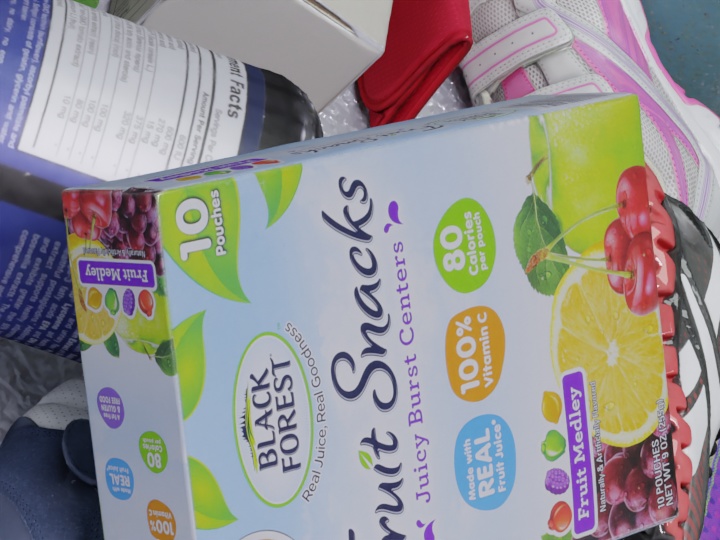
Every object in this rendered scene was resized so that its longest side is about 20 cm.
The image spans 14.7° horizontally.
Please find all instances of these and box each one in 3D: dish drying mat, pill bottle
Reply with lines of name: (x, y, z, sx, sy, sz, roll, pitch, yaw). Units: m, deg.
dish drying mat: (0.015, -0.150, 1.169, 0.018, 0.077, 0.200, 16, 49, -24)
pill bottle: (-0.081, -0.025, 0.910, 0.199, 0.112, 0.112, 20, 46, -15)

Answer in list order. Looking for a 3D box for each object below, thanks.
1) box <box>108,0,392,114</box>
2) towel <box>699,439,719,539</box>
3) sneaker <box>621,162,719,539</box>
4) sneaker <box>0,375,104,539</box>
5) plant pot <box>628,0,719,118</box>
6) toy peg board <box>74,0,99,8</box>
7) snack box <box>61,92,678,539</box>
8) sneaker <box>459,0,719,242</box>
box: (-0.035, -0.146, 1.104, 0.078, 0.095, 0.200, 32, 43, -22)
towel: (0.101, 0.089, 1.092, 0.143, 0.023, 0.200, 37, 43, -16)
sneaker: (0.110, 0.052, 1.054, 0.098, 0.071, 0.201, 26, 53, -41)
sneaker: (-0.035, 0.114, 0.898, 0.200, 0.081, 0.147, 34, 45, -11)
plant pot: (0.196, -0.145, 1.260, 0.200, 0.196, 0.196, 14, 50, -29)
toy peg board: (-0.120, -0.174, 0.975, 0.200, 0.199, 0.098, 13, 67, -38)
snack box: (0.009, 0.029, 0.851, 0.200, 0.053, 0.143, -13, 99, -41)
sneaker: (0.086, -0.074, 1.171, 0.200, 0.081, 0.088, 50, 36, 1)
